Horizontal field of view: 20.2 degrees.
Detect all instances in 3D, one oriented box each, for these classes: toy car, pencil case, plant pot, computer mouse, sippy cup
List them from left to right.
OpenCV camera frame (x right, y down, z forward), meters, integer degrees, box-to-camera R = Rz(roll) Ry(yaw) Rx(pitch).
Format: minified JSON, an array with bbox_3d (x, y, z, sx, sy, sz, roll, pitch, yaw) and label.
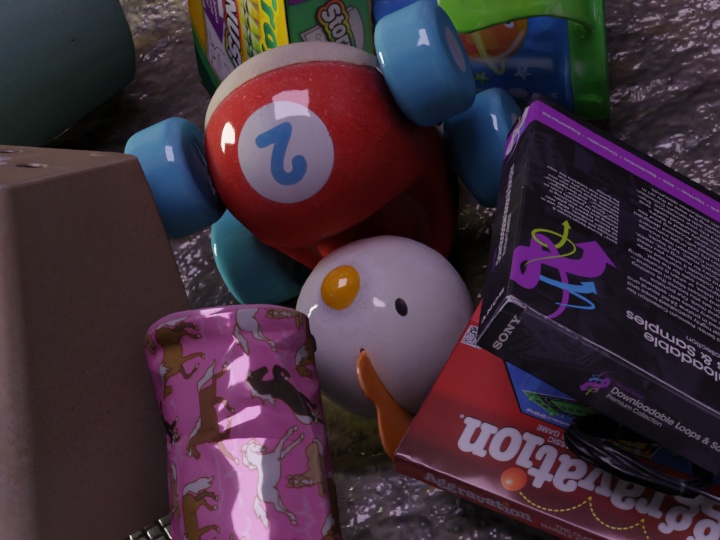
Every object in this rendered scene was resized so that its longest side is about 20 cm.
[{"bbox_3d":[-0.260,-0.137,1.271,0.195,0.201,0.200,-32,44,-18],"label":"plant pot"},{"bbox_3d":[-0.196,0.032,1.006,0.198,0.178,0.200,5,11,24],"label":"plant pot"},{"bbox_3d":[-0.054,0.115,0.957,0.086,0.083,0.201,-1,71,-17],"label":"pencil case"},{"bbox_3d":[0.000,0.000,1.044,0.183,0.177,0.201,-23,55,17],"label":"toy car"},{"bbox_3d":[0.074,-0.149,1.147,0.129,0.178,0.140,-3,59,8],"label":"sippy cup"},{"bbox_3d":[0.176,0.122,0.901,0.199,0.034,0.059,31,37,25],"label":"computer mouse"}]

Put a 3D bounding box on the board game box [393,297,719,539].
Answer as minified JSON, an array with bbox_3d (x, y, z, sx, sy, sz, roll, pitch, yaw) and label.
[{"bbox_3d":[0.126,0.087,0.966,0.199,0.019,0.103,20,59,21],"label":"board game box"}]

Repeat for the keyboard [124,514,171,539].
[{"bbox_3d":[-0.145,0.098,1.116,0.056,0.011,0.200,-33,45,-8],"label":"keyboard"}]

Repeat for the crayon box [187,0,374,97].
[{"bbox_3d":[-0.051,-0.157,1.175,0.058,0.201,0.173,-19,41,-16],"label":"crayon box"}]

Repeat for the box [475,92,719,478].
[{"bbox_3d":[0.130,0.003,0.968,0.142,0.036,0.200,29,30,-8],"label":"box"}]
